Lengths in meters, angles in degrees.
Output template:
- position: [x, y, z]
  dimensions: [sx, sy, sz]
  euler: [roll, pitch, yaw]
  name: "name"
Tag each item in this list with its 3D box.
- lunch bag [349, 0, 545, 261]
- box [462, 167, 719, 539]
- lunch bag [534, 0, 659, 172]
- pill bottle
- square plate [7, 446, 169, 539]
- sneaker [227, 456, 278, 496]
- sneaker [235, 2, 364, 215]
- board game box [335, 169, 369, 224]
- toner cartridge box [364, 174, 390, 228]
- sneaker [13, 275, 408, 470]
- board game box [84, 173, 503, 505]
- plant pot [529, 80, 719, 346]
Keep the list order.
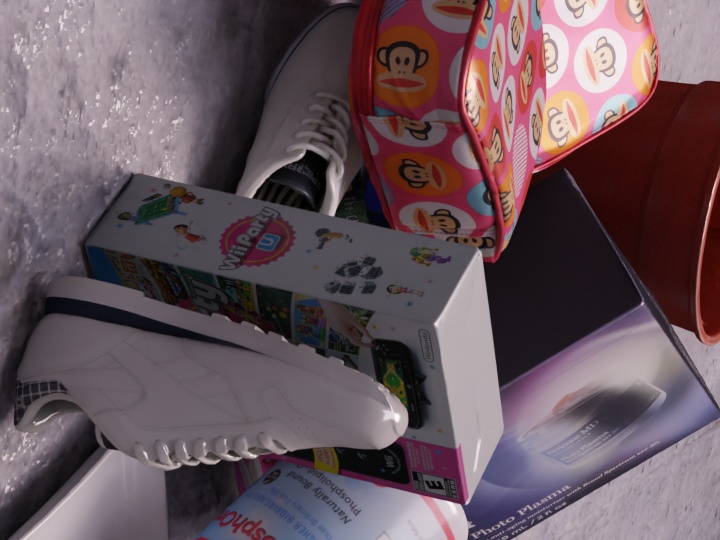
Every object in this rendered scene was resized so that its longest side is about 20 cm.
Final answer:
- position: [0.060, -0.121, 1.230]
  dimensions: [0.200, 0.082, 0.176]
  euler: [72, 30, -56]
  name: "lunch bag"
- position: [0.104, 0.068, 1.408]
  dimensions: [0.200, 0.123, 0.198]
  euler: [-32, 146, 8]
  name: "box"
- position: [0.098, -0.165, 1.391]
  dimensions: [0.176, 0.082, 0.200]
  euler: [-33, 118, -28]
  name: "lunch bag"
- position: [-0.043, 0.177, 1.198]
  dimensions: [0.200, 0.109, 0.109]
  euler: [-42, 145, -21]
  name: "pill bottle"
- position: [-0.163, 0.199, 1.157]
  dimensions: [0.198, 0.028, 0.200]
  euler: [-46, 143, -49]
  name: "square plate"
- position: [-0.050, 0.089, 1.301]
  dimensions: [0.081, 0.088, 0.200]
  euler: [-12, 101, -23]
  name: "sneaker"
- position: [-0.027, -0.064, 1.231]
  dimensions: [0.200, 0.073, 0.071]
  euler: [-70, -164, -12]
  name: "sneaker"
- position: [0.000, 0.000, 1.296]
  dimensions: [0.200, 0.023, 0.105]
  euler: [-98, 178, -46]
  name: "board game box"
- position: [0.087, -0.019, 1.471]
  dimensions: [0.200, 0.095, 0.043]
  euler: [39, 62, -55]
  name: "toner cartridge box"
- position: [-0.074, 0.066, 1.063]
  dimensions: [0.076, 0.200, 0.081]
  euler: [57, 49, -66]
  name: "sneaker"
- position: [-0.032, 0.037, 1.141]
  dimensions: [0.148, 0.200, 0.064]
  euler: [79, 32, -44]
  name: "board game box"
- position: [0.193, -0.063, 1.607]
  dimensions: [0.201, 0.195, 0.201]
  euler: [-46, 143, -51]
  name: "plant pot"
